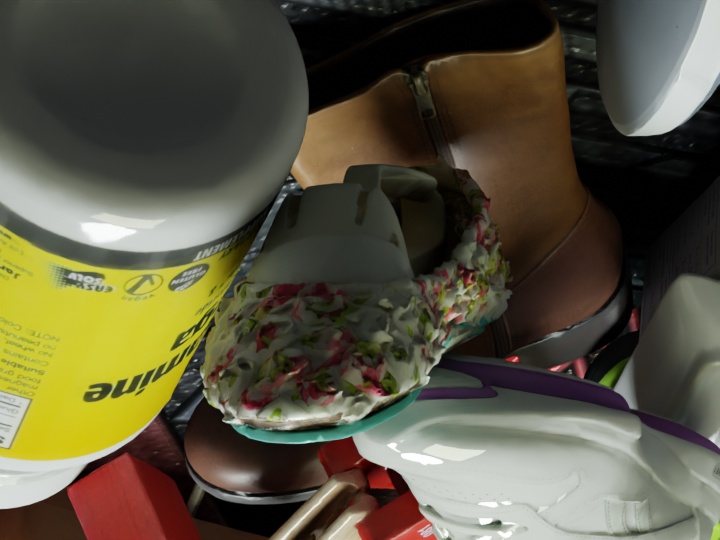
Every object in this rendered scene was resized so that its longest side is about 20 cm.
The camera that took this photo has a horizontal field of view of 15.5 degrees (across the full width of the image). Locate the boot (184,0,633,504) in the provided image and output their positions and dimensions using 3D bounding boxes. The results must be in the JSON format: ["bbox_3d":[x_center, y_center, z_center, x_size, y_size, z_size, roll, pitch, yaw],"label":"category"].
[{"bbox_3d":[0.000,0.000,0.927,0.187,0.069,0.200,-19,151,7],"label":"boot"}]

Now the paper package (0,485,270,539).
[{"bbox_3d":[-0.094,0.191,1.137,0.199,0.104,0.191,18,140,-21],"label":"paper package"}]

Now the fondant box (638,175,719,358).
[{"bbox_3d":[0.213,-0.012,0.941,0.144,0.058,0.200,29,129,-15],"label":"fondant box"}]

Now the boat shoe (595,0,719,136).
[{"bbox_3d":[0.127,-0.108,0.791,0.065,0.074,0.200,0,149,-18],"label":"boat shoe"}]

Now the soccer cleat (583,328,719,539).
[{"bbox_3d":[0.126,0.059,1.072,0.067,0.081,0.200,-34,149,9],"label":"soccer cleat"}]

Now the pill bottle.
[{"bbox_3d":[-0.096,-0.009,0.816,0.112,0.113,0.200,-2,149,-23],"label":"pill bottle"}]

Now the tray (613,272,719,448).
[{"bbox_3d":[0.188,0.072,0.967,0.199,0.022,0.108,18,131,-6],"label":"tray"}]

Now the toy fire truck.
[{"bbox_3d":[-0.007,0.093,0.958,0.141,0.049,0.200,-31,153,5],"label":"toy fire truck"}]

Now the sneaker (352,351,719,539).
[{"bbox_3d":[0.062,0.085,0.872,0.075,0.100,0.200,12,172,38],"label":"sneaker"}]

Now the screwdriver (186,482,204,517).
[{"bbox_3d":[-0.086,0.126,1.147,0.029,0.028,0.200,-21,156,-22],"label":"screwdriver"}]

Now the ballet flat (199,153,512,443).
[{"bbox_3d":[-0.002,0.002,0.789,0.075,0.064,0.200,-2,-172,13],"label":"ballet flat"}]
